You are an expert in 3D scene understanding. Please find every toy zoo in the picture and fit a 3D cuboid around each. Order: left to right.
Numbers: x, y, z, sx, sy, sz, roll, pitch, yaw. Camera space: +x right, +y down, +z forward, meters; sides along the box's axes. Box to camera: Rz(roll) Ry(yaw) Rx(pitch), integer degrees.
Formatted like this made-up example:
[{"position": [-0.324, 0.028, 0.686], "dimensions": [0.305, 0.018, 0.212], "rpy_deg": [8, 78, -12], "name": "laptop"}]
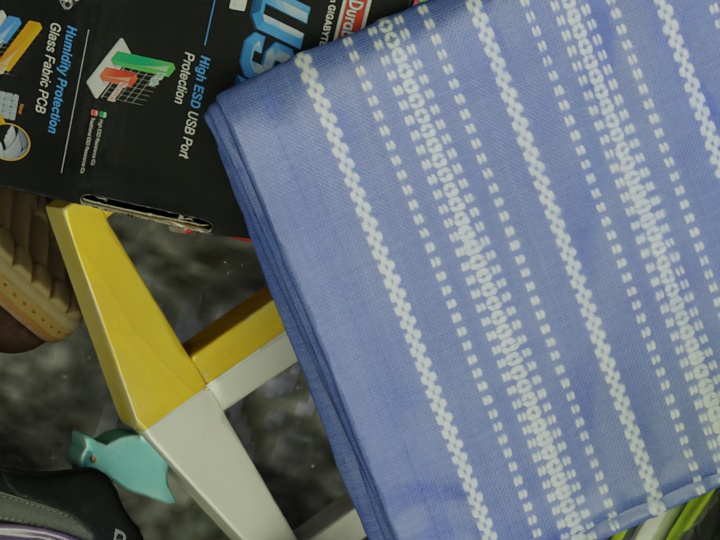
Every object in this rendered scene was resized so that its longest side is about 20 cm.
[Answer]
[{"position": [0.000, 0.000, 0.793], "dimensions": [0.200, 0.020, 0.131], "rpy_deg": [-34, 105, -17], "name": "toy zoo"}]

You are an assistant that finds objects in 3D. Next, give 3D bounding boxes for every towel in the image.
[{"position": [0.076, -0.015, 0.686], "dimensions": [0.200, 0.024, 0.145], "rpy_deg": [-23, 104, -2], "name": "towel"}]

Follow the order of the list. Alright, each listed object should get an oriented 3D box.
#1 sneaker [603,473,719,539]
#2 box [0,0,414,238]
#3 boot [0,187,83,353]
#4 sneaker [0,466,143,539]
[{"position": [0.094, 0.036, 0.776], "dimensions": [0.081, 0.200, 0.074], "rpy_deg": [10, 127, 28], "name": "sneaker"}, {"position": [-0.076, -0.112, 0.669], "dimensions": [0.198, 0.050, 0.200], "rpy_deg": [11, 124, -5], "name": "box"}, {"position": [-0.197, -0.007, 0.790], "dimensions": [0.200, 0.072, 0.166], "rpy_deg": [41, 108, -15], "name": "boot"}, {"position": [-0.155, 0.058, 0.765], "dimensions": [0.200, 0.076, 0.088], "rpy_deg": [25, 70, 8], "name": "sneaker"}]
